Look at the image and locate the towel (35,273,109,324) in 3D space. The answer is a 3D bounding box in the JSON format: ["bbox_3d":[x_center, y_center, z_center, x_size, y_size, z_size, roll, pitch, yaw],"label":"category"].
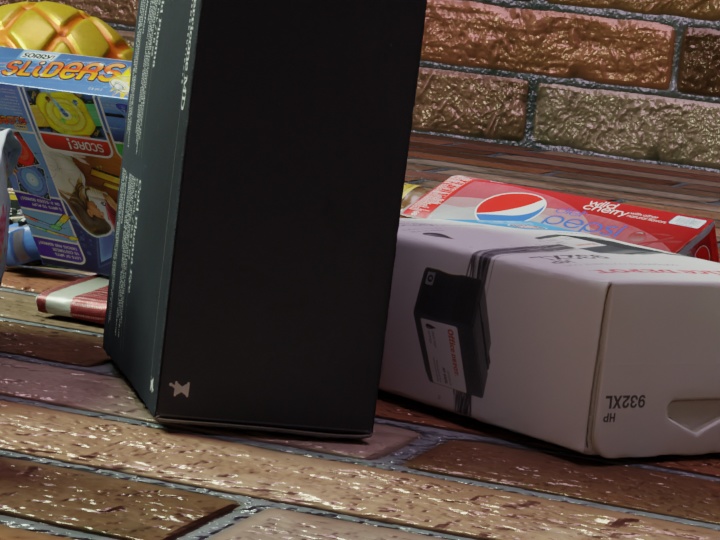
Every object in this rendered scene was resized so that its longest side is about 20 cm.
[{"bbox_3d":[-0.064,0.023,1.304,0.198,0.023,0.144,7,9,18],"label":"towel"}]

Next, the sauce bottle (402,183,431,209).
[{"bbox_3d":[0.019,-0.033,1.659,0.199,0.065,0.065,10,8,28],"label":"sauce bottle"}]

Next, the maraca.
[{"bbox_3d":[-0.199,-0.126,1.620,0.198,0.138,0.107,7,-38,-18],"label":"maraca"}]

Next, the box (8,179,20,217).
[{"bbox_3d":[-0.183,-0.035,1.558,0.198,0.050,0.160,4,5,-12],"label":"box"}]

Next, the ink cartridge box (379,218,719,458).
[{"bbox_3d":[0.097,0.028,1.139,0.144,0.084,0.199,1,9,-40],"label":"ink cartridge box"}]

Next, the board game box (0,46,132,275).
[{"bbox_3d":[-0.110,-0.050,1.268,0.199,0.136,0.035,10,44,30],"label":"board game box"}]

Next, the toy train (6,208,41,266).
[{"bbox_3d":[-0.157,-0.019,1.397,0.199,0.034,0.046,-2,20,37],"label":"toy train"}]

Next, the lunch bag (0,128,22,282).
[{"bbox_3d":[-0.254,-0.025,1.105,0.168,0.128,0.200,8,-3,-7],"label":"lunch bag"}]

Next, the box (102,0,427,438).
[{"bbox_3d":[-0.050,-0.039,1.080,0.103,0.202,0.182,5,7,-14],"label":"box"}]

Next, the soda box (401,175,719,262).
[{"bbox_3d":[0.121,-0.003,1.412,0.199,0.070,0.063,13,36,39],"label":"soda box"}]
